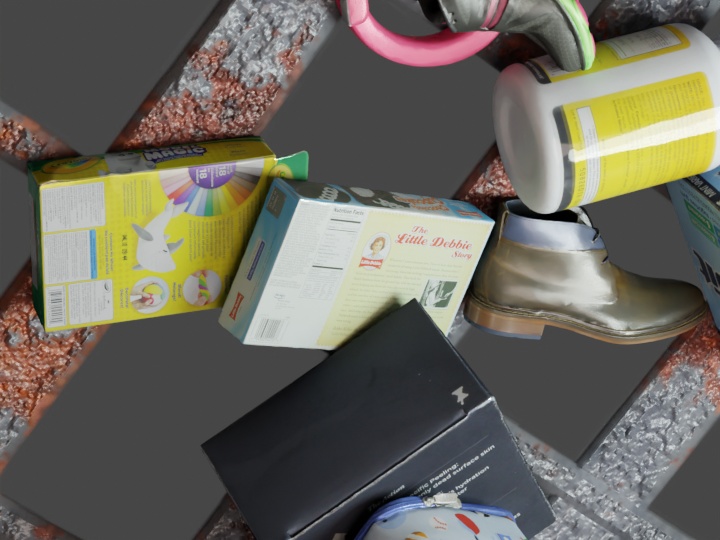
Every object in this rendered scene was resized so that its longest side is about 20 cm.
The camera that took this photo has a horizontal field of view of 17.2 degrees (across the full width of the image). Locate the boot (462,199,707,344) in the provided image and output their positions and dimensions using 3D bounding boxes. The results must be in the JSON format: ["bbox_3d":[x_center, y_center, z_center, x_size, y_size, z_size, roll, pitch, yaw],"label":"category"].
[{"bbox_3d":[0.181,-0.002,1.816,0.198,0.075,0.098,-1,118,-19],"label":"boot"}]

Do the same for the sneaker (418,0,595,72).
[{"bbox_3d":[0.085,-0.199,1.653,0.200,0.077,0.084,36,109,-27],"label":"sneaker"}]

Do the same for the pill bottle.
[{"bbox_3d":[0.205,-0.117,1.746,0.199,0.112,0.113,-15,119,-14],"label":"pill bottle"}]

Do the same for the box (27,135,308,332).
[{"bbox_3d":[-0.134,-0.029,1.695,0.198,0.048,0.118,-6,117,-17],"label":"box"}]

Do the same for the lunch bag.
[{"bbox_3d":[0.031,0.245,1.720,0.159,0.076,0.201,10,124,-41],"label":"lunch bag"}]

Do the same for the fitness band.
[{"bbox_3d":[0.046,-0.238,1.672,0.143,0.037,0.201,-13,120,-18],"label":"fitness band"}]

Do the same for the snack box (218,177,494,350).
[{"bbox_3d":[0.000,0.000,1.734,0.199,0.037,0.117,6,114,-43],"label":"snack box"}]

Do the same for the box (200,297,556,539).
[{"bbox_3d":[0.017,0.158,1.771,0.196,0.118,0.200,-34,144,-3],"label":"box"}]

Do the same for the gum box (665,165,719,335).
[{"bbox_3d":[0.307,0.016,1.817,0.044,0.170,0.201,-28,121,-7],"label":"gum box"}]
